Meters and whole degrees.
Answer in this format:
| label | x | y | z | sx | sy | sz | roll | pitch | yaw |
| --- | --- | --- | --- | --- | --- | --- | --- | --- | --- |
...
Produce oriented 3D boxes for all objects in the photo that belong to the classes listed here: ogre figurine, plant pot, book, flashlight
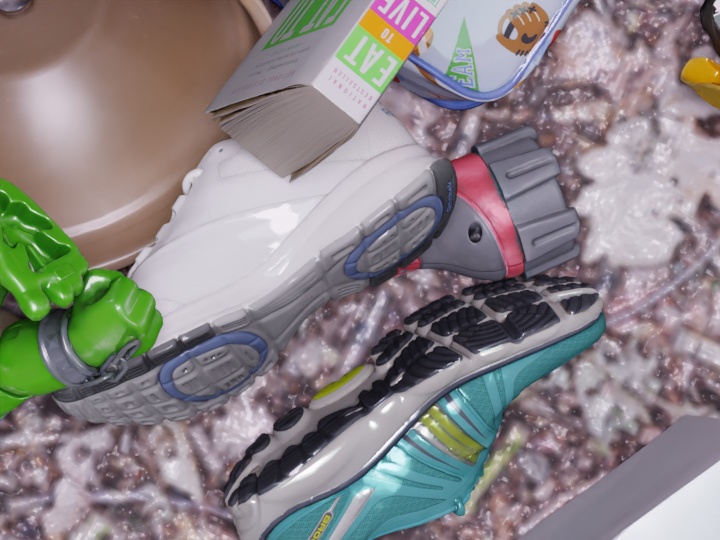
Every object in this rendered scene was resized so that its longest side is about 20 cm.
| label | x | y | z | sx | sy | sz | roll | pitch | yaw |
| --- | --- | --- | --- | --- | --- | --- | --- | --- | --- |
| ogre figurine | -0.191 | 0.006 | 1.049 | 0.199 | 0.120 | 0.099 | 11 | 50 | -25 |
| plant pot | -0.142 | -0.093 | 1.120 | 0.200 | 0.201 | 0.093 | -22 | 51 | -6 |
| book | 0.027 | -0.136 | 1.048 | 0.048 | 0.134 | 0.200 | 38 | 75 | -12 |
| flashlight | 0.000 | 0.000 | 1.169 | 0.199 | 0.068 | 0.068 | -23 | 99 | -7 |

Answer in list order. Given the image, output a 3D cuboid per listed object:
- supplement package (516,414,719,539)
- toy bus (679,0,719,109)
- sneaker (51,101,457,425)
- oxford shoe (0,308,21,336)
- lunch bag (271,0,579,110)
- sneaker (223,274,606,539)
| label | x | y | z | sx | sy | sz | roll | pitch | yaw |
| --- | --- | --- | --- | --- | --- | --- | --- | --- | --- |
| supplement package | 0.144 | 0.201 | 1.139 | 0.191 | 0.147 | 0.201 | -34 | 92 | -6 |
| toy bus | 0.277 | -0.111 | 1.181 | 0.192 | 0.136 | 0.200 | 41 | 87 | -20 |
| sneaker | -0.055 | -0.006 | 1.117 | 0.200 | 0.075 | 0.087 | -34 | 65 | -9 |
| oxford shoe | -0.231 | 0.046 | 1.112 | 0.199 | 0.071 | 0.074 | -21 | 118 | -31 |
| lunch bag | 0.045 | -0.187 | 1.172 | 0.160 | 0.076 | 0.201 | 31 | 86 | -5 |
| sneaker | 0.031 | 0.072 | 1.179 | 0.200 | 0.078 | 0.080 | -35 | 112 | -1 |
